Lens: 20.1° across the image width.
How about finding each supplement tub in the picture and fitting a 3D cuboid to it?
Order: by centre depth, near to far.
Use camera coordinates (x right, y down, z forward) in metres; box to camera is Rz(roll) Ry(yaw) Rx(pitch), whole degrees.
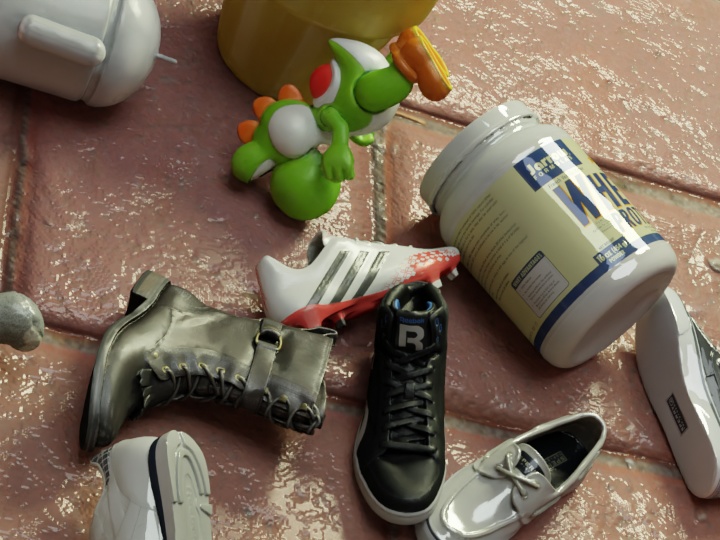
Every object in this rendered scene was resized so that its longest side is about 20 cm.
[{"bbox_3d":[0.159,-0.033,1.746,0.145,0.145,0.200,-25,67,-42],"label":"supplement tub"}]

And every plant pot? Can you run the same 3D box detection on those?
[{"bbox_3d":[-0.037,-0.254,1.801,0.199,0.189,0.202,16,45,-17],"label":"plant pot"}]

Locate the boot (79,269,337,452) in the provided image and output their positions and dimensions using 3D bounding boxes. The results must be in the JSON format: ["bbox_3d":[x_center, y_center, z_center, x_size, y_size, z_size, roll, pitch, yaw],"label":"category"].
[{"bbox_3d":[-0.109,0.084,1.532,0.173,0.069,0.201,21,42,1],"label":"boot"}]

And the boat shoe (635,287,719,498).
[{"bbox_3d":[0.297,0.103,1.758,0.067,0.072,0.201,0,55,-27],"label":"boat shoe"}]

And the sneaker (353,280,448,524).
[{"bbox_3d":[0.033,0.090,1.583,0.072,0.112,0.201,2,44,0],"label":"sneaker"}]

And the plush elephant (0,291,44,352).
[{"bbox_3d":[-0.316,0.060,1.392,0.199,0.165,0.155,-19,44,-8],"label":"plush elephant"}]

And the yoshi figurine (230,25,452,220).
[{"bbox_3d":[-0.011,-0.114,1.723,0.112,0.199,0.112,47,15,-54],"label":"yoshi figurine"}]

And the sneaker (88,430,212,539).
[{"bbox_3d":[-0.148,0.214,1.416,0.076,0.080,0.201,41,41,-58],"label":"sneaker"}]

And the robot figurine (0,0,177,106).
[{"bbox_3d":[-0.252,-0.204,1.689,0.199,0.114,0.170,16,18,-17],"label":"robot figurine"}]

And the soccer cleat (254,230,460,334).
[{"bbox_3d":[0.000,0.000,1.682,0.199,0.069,0.086,-20,78,-35],"label":"soccer cleat"}]

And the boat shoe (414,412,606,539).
[{"bbox_3d":[0.124,0.168,1.607,0.199,0.066,0.072,-21,65,-40],"label":"boat shoe"}]
